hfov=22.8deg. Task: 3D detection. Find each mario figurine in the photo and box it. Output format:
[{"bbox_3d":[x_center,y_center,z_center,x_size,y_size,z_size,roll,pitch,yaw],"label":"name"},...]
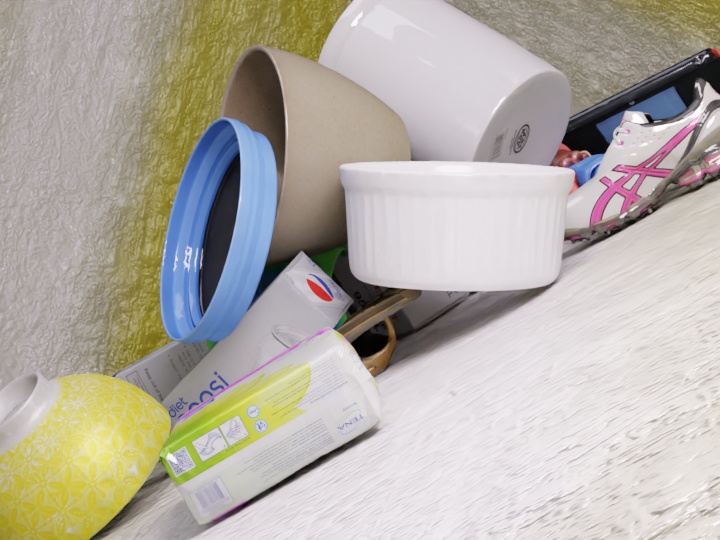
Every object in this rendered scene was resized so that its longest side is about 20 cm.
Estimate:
[{"bbox_3d":[0.241,-0.076,1.764,0.123,0.107,0.200,12,-8,-31],"label":"mario figurine"}]

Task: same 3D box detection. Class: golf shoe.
[{"bbox_3d":[0.249,-0.097,1.619,0.199,0.092,0.073,-30,4,12],"label":"golf shoe"}]

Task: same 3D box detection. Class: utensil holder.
[{"bbox_3d":[0.082,-0.168,1.738,0.170,0.200,0.171,-37,-35,-31],"label":"utensil holder"}]

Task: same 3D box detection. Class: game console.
[{"bbox_3d":[0.302,-0.150,1.860,0.199,0.031,0.177,-27,-23,15],"label":"game console"}]

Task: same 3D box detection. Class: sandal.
[{"bbox_3d":[-0.007,0.075,1.562,0.200,0.054,0.080,-45,-2,31],"label":"sandal"}]

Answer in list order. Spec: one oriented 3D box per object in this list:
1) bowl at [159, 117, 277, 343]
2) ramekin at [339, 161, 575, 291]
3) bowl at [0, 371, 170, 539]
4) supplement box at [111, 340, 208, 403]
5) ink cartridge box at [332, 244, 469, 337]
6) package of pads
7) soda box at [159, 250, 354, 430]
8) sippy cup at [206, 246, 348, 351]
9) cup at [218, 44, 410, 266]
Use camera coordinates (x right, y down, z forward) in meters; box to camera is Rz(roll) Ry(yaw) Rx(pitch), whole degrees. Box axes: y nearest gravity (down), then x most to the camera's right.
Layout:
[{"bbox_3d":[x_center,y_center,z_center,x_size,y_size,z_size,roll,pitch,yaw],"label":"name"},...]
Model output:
[{"bbox_3d":[-0.125,-0.032,1.573,0.039,0.202,0.200,13,-16,-22],"label":"bowl"},{"bbox_3d":[0.081,-0.040,1.509,0.199,0.098,0.200,1,7,0],"label":"ramekin"},{"bbox_3d":[-0.275,0.153,1.551,0.200,0.108,0.200,-34,23,16],"label":"bowl"},{"bbox_3d":[-0.152,0.106,1.896,0.199,0.104,0.101,-30,2,5],"label":"supplement box"},{"bbox_3d":[0.000,0.000,1.813,0.084,0.145,0.200,-33,4,-32],"label":"ink cartridge box"},{"bbox_3d":[-0.062,0.108,1.297,0.154,0.068,0.200,-31,4,-1],"label":"package of pads"},{"bbox_3d":[-0.097,0.079,1.598,0.200,0.068,0.063,-46,2,24],"label":"soda box"},{"bbox_3d":[-0.075,0.057,1.722,0.177,0.140,0.130,-24,-3,1],"label":"sippy cup"},{"bbox_3d":[-0.038,-0.099,1.639,0.142,0.202,0.200,3,-11,-23],"label":"cup"}]
